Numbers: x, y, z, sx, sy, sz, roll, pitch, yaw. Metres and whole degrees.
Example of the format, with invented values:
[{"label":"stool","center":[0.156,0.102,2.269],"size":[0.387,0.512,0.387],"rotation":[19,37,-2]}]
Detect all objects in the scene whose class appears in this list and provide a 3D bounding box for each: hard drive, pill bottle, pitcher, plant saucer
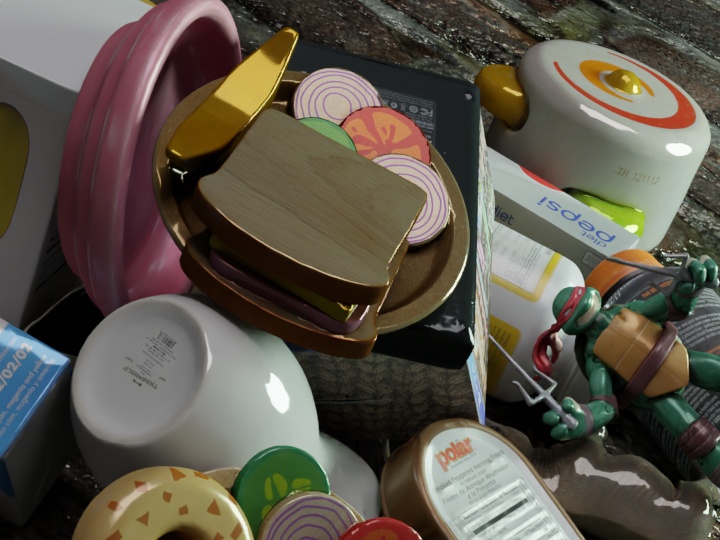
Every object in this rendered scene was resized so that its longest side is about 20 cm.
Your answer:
[{"label":"hard drive","center":[0.001,-0.044,0.989],"size":[0.138,0.033,0.201],"rotation":[13,50,-10]},{"label":"pill bottle","center":[0.090,0.024,1.205],"size":[0.199,0.113,0.112],"rotation":[28,30,7]},{"label":"pill bottle","center":[0.240,0.069,1.243],"size":[0.105,0.107,0.200],"rotation":[3,35,-32]},{"label":"pitcher","center":[-0.093,0.084,0.935],"size":[0.171,0.122,0.200],"rotation":[24,-14,31]},{"label":"plant saucer","center":[-0.125,-0.065,0.988],"size":[0.050,0.202,0.201],"rotation":[12,28,12]}]

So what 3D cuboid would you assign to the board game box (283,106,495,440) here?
[{"label":"board game box","center":[0.000,0.000,1.073],"size":[0.158,0.097,0.201],"rotation":[-3,51,10]}]

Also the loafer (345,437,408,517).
[{"label":"loafer","center":[0.035,0.121,1.060],"size":[0.071,0.063,0.201],"rotation":[8,33,-26]}]

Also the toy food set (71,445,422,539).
[{"label":"toy food set","center":[-0.046,0.187,0.810],"size":[0.196,0.049,0.202],"rotation":[-2,79,-33]}]

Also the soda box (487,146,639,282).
[{"label":"soda box","center":[0.124,-0.043,1.386],"size":[0.199,0.064,0.068],"rotation":[32,30,14]}]

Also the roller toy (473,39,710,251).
[{"label":"roller toy","center":[0.205,-0.115,1.482],"size":[0.200,0.141,0.182],"rotation":[39,33,27]}]

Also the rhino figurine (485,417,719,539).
[{"label":"rhino figurine","center":[0.146,0.138,1.116],"size":[0.198,0.060,0.088],"rotation":[19,29,-5]}]

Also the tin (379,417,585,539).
[{"label":"tin","center":[0.091,0.175,0.979],"size":[0.201,0.042,0.112],"rotation":[54,33,13]}]

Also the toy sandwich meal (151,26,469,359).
[{"label":"toy sandwich meal","center":[-0.023,-0.048,0.909],"size":[0.203,0.070,0.207],"rotation":[12,50,-15]}]

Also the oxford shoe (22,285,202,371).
[{"label":"oxford shoe","center":[-0.150,0.041,1.048],"size":[0.070,0.074,0.200],"rotation":[31,30,13]}]

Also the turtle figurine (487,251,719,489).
[{"label":"turtle figurine","center":[0.190,0.058,1.101],"size":[0.199,0.150,0.101],"rotation":[33,5,3]}]

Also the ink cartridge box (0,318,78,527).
[{"label":"ink cartridge box","center":[-0.252,0.047,0.911],"size":[0.199,0.115,0.068],"rotation":[29,64,9]}]

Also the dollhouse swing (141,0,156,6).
[{"label":"dollhouse swing","center":[-0.203,-0.138,1.238],"size":[0.176,0.182,0.200],"rotation":[47,9,-8]}]

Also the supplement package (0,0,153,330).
[{"label":"supplement package","center":[-0.232,-0.080,1.055],"size":[0.151,0.201,0.151],"rotation":[25,29,4]}]
